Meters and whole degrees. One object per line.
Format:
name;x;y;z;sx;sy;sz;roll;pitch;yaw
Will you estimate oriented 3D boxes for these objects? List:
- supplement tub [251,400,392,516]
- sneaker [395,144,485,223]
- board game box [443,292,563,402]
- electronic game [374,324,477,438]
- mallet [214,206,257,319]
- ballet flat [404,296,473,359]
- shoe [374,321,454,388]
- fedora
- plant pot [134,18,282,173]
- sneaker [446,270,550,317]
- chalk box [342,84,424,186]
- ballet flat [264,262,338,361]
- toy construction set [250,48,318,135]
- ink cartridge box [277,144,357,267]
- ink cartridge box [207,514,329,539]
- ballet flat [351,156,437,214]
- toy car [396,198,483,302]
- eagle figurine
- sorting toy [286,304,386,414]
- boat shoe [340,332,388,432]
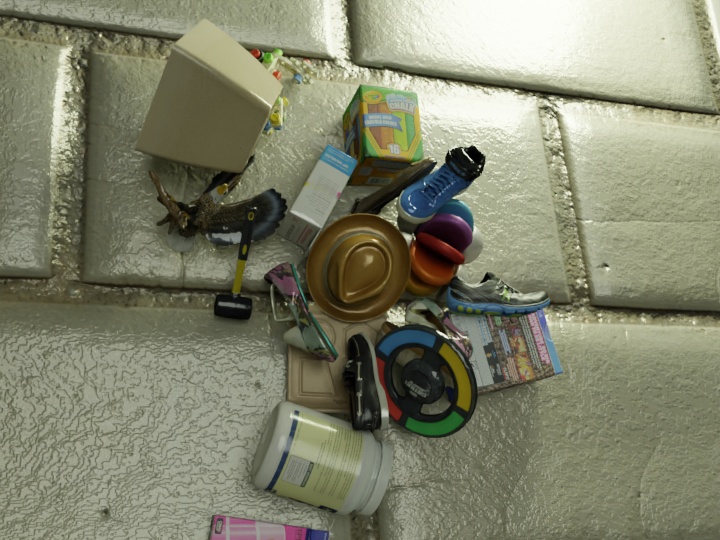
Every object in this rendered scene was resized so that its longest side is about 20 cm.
supplement tub;-0.062;0.310;1.191;0.200;0.145;0.145;21;67;-10
sneaker;0.148;-0.162;1.301;0.200;0.111;0.077;-30;73;-38
board game box;0.251;0.144;1.374;0.200;0.097;0.160;-9;75;-20
electronic game;0.103;0.186;1.224;0.200;0.200;0.042;56;37;6
mallet;-0.197;-0.009;1.269;0.066;0.041;0.200;17;97;-18
ballet flat;0.122;0.100;1.305;0.071;0.200;0.069;12;110;-35
shoe;0.112;0.164;1.284;0.200;0.070;0.053;34;99;20
fedora;0.000;0.000;1.285;0.200;0.082;0.201;-1;97;-5
plant pot;-0.247;-0.285;1.266;0.177;0.200;0.200;25;29;-11
sneaker;0.251;0.041;1.316;0.199;0.071;0.083;4;76;-13
chalk box;0.041;-0.280;1.435;0.125;0.124;0.200;1;72;-18
ballet flat;-0.110;0.081;1.265;0.071;0.069;0.200;-26;72;-7
toy construction set;-0.167;-0.357;1.412;0.131;0.092;0.200;20;57;16
ink cartridge box;-0.088;-0.117;1.343;0.068;0.115;0.200;29;66;-6
ink cartridge box;-0.148;0.455;1.176;0.200;0.037;0.095;14;69;-15
ballet flat;0.059;-0.158;1.378;0.046;0.200;0.067;60;28;11
toy car;0.148;-0.052;1.378;0.175;0.150;0.200;29;66;-6
eagle figurine;-0.249;-0.117;1.288;0.200;0.151;0.152;-17;107;-42
sorting toy;-0.041;0.160;1.312;0.185;0.036;0.200;5;66;-16
boat shoe;-0.003;0.185;1.228;0.060;0.074;0.200;-2;46;-14
